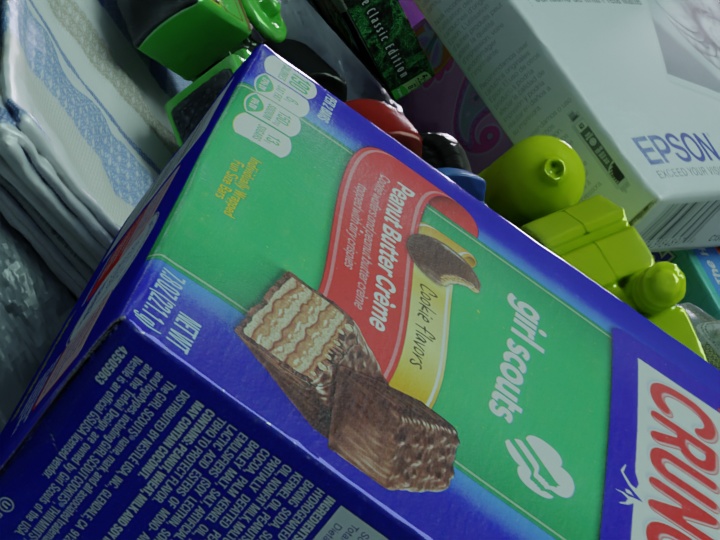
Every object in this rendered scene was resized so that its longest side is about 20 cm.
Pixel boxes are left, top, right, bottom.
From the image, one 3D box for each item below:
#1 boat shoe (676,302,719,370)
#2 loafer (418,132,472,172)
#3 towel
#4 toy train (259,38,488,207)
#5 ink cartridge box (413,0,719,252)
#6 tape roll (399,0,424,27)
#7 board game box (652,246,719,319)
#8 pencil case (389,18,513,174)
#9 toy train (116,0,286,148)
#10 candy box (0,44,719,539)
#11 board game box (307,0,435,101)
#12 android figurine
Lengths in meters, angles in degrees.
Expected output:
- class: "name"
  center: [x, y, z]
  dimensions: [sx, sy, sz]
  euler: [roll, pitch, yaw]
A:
- class: "boat shoe"
  center: [0.148, 0.063, 1.044]
  dimensions: [0.202, 0.065, 0.075]
  euler: [-131, -155, -65]
- class: "loafer"
  center: [0.017, 0.033, 0.973]
  dimensions: [0.200, 0.073, 0.071]
  euler: [-91, 157, -49]
- class: "towel"
  center: [-0.073, -0.042, 0.899]
  dimensions: [0.147, 0.024, 0.200]
  euler: [51, 15, -30]
- class: "toy train"
  center: [0.003, -0.033, 0.952]
  dimensions: [0.034, 0.046, 0.200]
  euler: [-1, 23, -24]
- class: "ink cartridge box"
  center: [0.093, -0.096, 1.151]
  dimensions: [0.200, 0.041, 0.199]
  euler: [54, 27, 17]
- class: "tape roll"
  center: [0.084, -0.163, 1.332]
  dimensions: [0.200, 0.200, 0.066]
  euler: [41, 22, -51]
- class: "board game box"
  center: [0.161, -0.012, 1.235]
  dimensions: [0.200, 0.045, 0.152]
  euler: [6, 50, -52]
- class: "pencil case"
  center: [0.080, -0.029, 1.272]
  dimensions: [0.087, 0.087, 0.200]
  euler: [36, 26, -57]
- class: "toy train"
  center: [-0.055, -0.088, 0.950]
  dimensions: [0.056, 0.042, 0.200]
  euler: [29, 31, -51]
- class: "candy box"
  center: [0.020, 0.055, 0.740]
  dimensions: [0.200, 0.077, 0.169]
  euler: [37, 27, -8]
- class: "board game box"
  center: [-0.028, -0.143, 1.148]
  dimensions: [0.105, 0.023, 0.200]
  euler: [58, -2, -27]
- class: "android figurine"
  center: [0.084, 0.042, 1.020]
  dimensions: [0.200, 0.041, 0.183]
  euler: [134, -66, -74]
